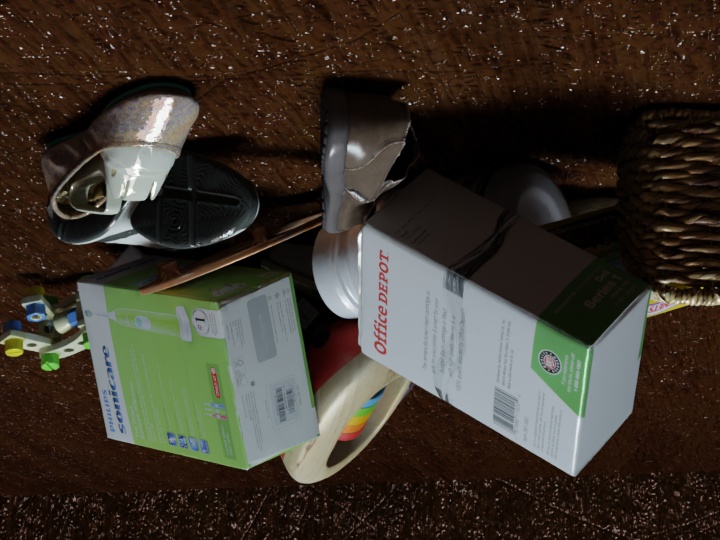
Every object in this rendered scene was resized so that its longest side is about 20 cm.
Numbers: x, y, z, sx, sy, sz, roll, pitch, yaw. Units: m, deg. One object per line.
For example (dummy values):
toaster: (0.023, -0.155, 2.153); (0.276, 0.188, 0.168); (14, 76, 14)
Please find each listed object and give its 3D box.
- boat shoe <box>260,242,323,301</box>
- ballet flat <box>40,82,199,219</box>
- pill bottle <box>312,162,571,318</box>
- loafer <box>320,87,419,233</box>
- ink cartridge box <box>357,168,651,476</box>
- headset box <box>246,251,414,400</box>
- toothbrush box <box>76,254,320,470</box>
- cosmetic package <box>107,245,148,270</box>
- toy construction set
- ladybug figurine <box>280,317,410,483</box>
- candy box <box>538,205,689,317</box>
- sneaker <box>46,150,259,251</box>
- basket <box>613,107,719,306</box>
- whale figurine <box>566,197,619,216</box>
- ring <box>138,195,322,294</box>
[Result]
boat shoe: (0.000, 0.000, 1.844); (0.200, 0.069, 0.075); (17, 172, 39)
ballet flat: (-0.170, -0.077, 1.505); (0.068, 0.067, 0.200); (5, 166, -28)
pill bottle: (0.063, -0.016, 1.691); (0.200, 0.113, 0.112); (-11, 164, 38)
loafer: (0.007, -0.073, 1.516); (0.071, 0.073, 0.200); (0, 168, 0)
ink cartridge box: (0.100, 0.036, 1.536); (0.200, 0.084, 0.146); (30, 143, 25)
headset box: (-0.037, 0.073, 1.998); (0.149, 0.075, 0.200); (42, -179, 19)
toothbrush box: (-0.138, 0.073, 1.765); (0.086, 0.146, 0.200); (-22, -162, -40)
cosmetic package: (-0.135, 0.071, 1.936); (0.200, 0.052, 0.151); (42, -177, 20)
toy construction set: (-0.253, 0.064, 2.072); (0.131, 0.092, 0.200); (-17, 167, 18)
ladybug figurine: (-0.017, 0.103, 1.807); (0.136, 0.072, 0.200); (-30, 158, -42)
candy box: (0.234, -0.015, 1.627); (0.200, 0.102, 0.026); (-15, 140, -34)
sneaker: (-0.137, -0.053, 1.647); (0.200, 0.076, 0.115); (0, 179, 37)
basket: (0.291, -0.031, 1.555); (0.199, 0.150, 0.143); (-1, 167, -5)
whale figurine: (0.166, -0.003, 1.779); (0.199, 0.104, 0.159); (1, 168, 4)
ring: (-0.086, -0.026, 1.675); (0.200, 0.019, 0.200); (-23, -176, 2)
